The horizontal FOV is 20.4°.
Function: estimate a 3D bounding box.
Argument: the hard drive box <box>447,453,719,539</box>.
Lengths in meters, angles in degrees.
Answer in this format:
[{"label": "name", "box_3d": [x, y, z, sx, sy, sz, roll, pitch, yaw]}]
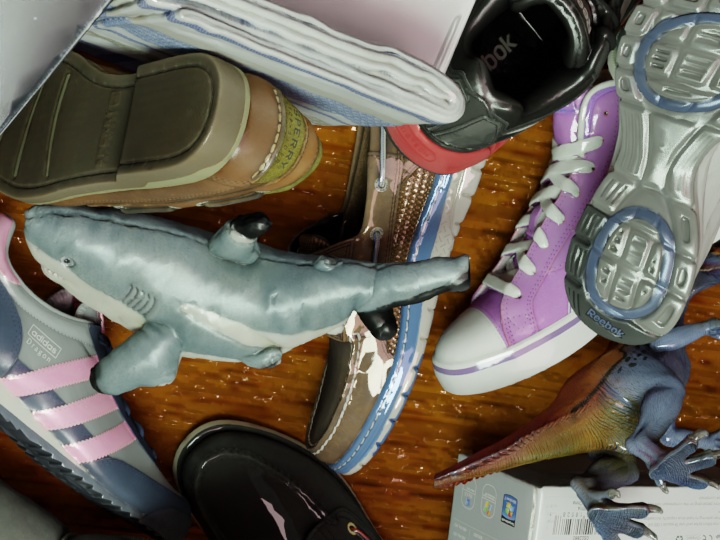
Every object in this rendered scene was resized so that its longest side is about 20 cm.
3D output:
[{"label": "hard drive box", "box_3d": [0.120, 0.201, 1.044, 0.155, 0.077, 0.201, 5, 96, -31]}]

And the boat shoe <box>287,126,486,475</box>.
[{"label": "boat shoe", "box_3d": [0.000, 0.000, 0.990, 0.072, 0.072, 0.201, 16, 94, -14]}]

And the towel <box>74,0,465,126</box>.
[{"label": "towel", "box_3d": [-0.056, -0.095, 0.864, 0.146, 0.200, 0.024, 20, 85, -24]}]

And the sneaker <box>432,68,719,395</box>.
[{"label": "sneaker", "box_3d": [0.099, -0.032, 1.003, 0.200, 0.073, 0.115, -38, 110, -11]}]

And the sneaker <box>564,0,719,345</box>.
[{"label": "sneaker", "box_3d": [0.150, -0.067, 0.927, 0.074, 0.087, 0.201, 25, 108, 14]}]

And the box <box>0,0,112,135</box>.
[{"label": "box", "box_3d": [-0.206, -0.166, 0.810, 0.200, 0.182, 0.104, 38, 96, -24]}]

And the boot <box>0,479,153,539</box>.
[{"label": "boot", "box_3d": [-0.113, 0.141, 0.921, 0.182, 0.199, 0.073, 34, 72, -47]}]

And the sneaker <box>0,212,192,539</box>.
[{"label": "sneaker", "box_3d": [-0.137, 0.056, 0.972, 0.082, 0.070, 0.200, -53, 124, -17]}]

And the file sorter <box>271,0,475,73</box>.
[{"label": "file sorter", "box_3d": [-0.003, -0.210, 0.879, 0.138, 0.125, 0.201, 19, 103, -19]}]

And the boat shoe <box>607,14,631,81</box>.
[{"label": "boat shoe", "box_3d": [0.210, -0.143, 0.975, 0.199, 0.062, 0.073, -24, 69, -13]}]

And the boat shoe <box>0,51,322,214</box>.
[{"label": "boat shoe", "box_3d": [-0.098, -0.054, 0.884, 0.068, 0.199, 0.072, 21, 83, -40]}]

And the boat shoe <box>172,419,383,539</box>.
[{"label": "boat shoe", "box_3d": [-0.019, 0.156, 1.040, 0.074, 0.063, 0.202, -39, 112, 3]}]

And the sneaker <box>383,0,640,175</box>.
[{"label": "sneaker", "box_3d": [0.095, -0.128, 0.926, 0.071, 0.098, 0.201, 46, 71, -10]}]

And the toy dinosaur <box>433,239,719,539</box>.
[{"label": "toy dinosaur", "box_3d": [0.143, 0.042, 0.986, 0.199, 0.182, 0.105, 18, 128, -13]}]

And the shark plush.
[{"label": "shark plush", "box_3d": [-0.053, 0.008, 0.912, 0.199, 0.091, 0.084, 10, 137, 17]}]
